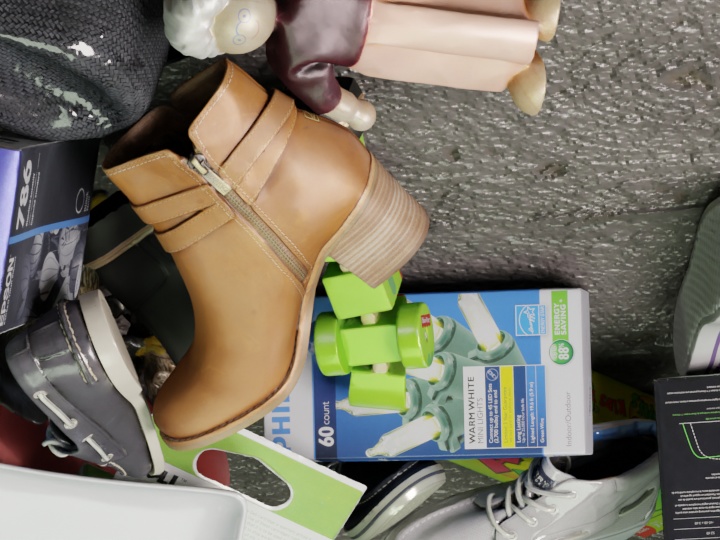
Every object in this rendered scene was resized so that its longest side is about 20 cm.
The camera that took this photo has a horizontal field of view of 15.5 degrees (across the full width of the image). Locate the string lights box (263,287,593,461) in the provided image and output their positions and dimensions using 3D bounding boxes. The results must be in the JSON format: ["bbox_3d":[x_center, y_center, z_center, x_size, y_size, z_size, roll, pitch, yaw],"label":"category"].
[{"bbox_3d":[0.042,0.066,1.635,0.199,0.103,0.059,-2,176,10],"label":"string lights box"}]

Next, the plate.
[{"bbox_3d":[-0.178,0.199,1.574,0.199,0.032,0.201,7,116,-7],"label":"plate"}]

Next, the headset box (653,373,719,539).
[{"bbox_3d":[0.245,0.168,1.652,0.092,0.201,0.174,-5,174,15],"label":"headset box"}]

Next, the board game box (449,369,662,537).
[{"bbox_3d":[0.152,0.116,1.777,0.200,0.048,0.101,23,145,-30],"label":"board game box"}]

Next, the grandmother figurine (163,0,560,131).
[{"bbox_3d":[-0.001,-0.127,1.325,0.199,0.122,0.061,2,-167,-18],"label":"grandmother figurine"}]

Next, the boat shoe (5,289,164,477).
[{"bbox_3d":[-0.151,0.069,1.451,0.063,0.073,0.200,-21,158,-5],"label":"boat shoe"}]

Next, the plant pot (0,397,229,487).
[{"bbox_3d":[-0.215,0.144,1.743,0.177,0.201,0.200,36,138,-29],"label":"plant pot"}]

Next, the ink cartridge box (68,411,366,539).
[{"bbox_3d":[-0.107,0.165,1.623,0.147,0.076,0.200,27,111,-17],"label":"ink cartridge box"}]

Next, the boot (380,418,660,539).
[{"bbox_3d":[0.104,0.145,1.682,0.199,0.074,0.096,-17,147,-21],"label":"boot"}]

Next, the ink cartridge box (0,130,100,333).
[{"bbox_3d":[-0.183,-0.022,1.373,0.039,0.100,0.200,11,-172,10],"label":"ink cartridge box"}]

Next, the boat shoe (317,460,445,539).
[{"bbox_3d":[0.006,0.132,1.737,0.075,0.062,0.200,-36,-173,-5],"label":"boat shoe"}]

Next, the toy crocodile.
[{"bbox_3d":[0.000,0.000,1.540,0.067,0.062,0.201,-6,120,15],"label":"toy crocodile"}]

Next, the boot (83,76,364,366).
[{"bbox_3d":[-0.050,-0.013,1.477,0.200,0.078,0.139,-26,106,33],"label":"boot"}]

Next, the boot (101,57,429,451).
[{"bbox_3d":[-0.079,-0.007,1.388,0.200,0.077,0.155,-42,124,19],"label":"boot"}]

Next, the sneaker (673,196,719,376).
[{"bbox_3d":[0.254,0.007,1.561,0.114,0.073,0.201,1,161,-2],"label":"sneaker"}]

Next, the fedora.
[{"bbox_3d":[-0.161,-0.129,1.335,0.200,0.092,0.201,2,150,1],"label":"fedora"}]

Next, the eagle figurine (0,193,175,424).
[{"bbox_3d":[-0.197,0.017,1.574,0.199,0.152,0.151,14,161,-39],"label":"eagle figurine"}]
